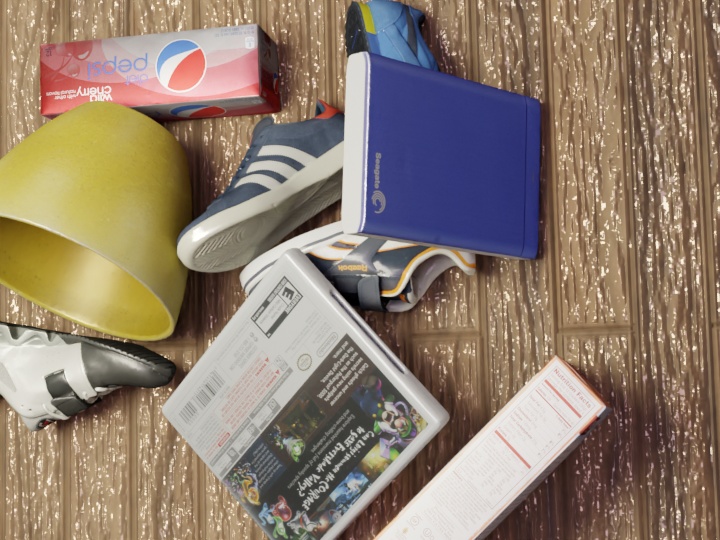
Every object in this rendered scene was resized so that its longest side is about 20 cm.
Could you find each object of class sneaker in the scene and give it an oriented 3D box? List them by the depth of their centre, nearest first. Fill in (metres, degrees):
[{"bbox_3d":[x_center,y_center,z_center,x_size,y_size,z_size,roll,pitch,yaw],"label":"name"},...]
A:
[{"bbox_3d":[0.040,-0.137,1.137,0.077,0.066,0.202,0,61,-18],"label":"sneaker"},{"bbox_3d":[0.000,0.000,1.145,0.198,0.078,0.080,-21,76,8],"label":"sneaker"},{"bbox_3d":[-0.082,-0.074,1.149,0.199,0.075,0.085,-32,68,-29],"label":"sneaker"},{"bbox_3d":[-0.248,0.096,1.196,0.198,0.074,0.090,6,85,23],"label":"sneaker"}]

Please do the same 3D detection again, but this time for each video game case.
[{"bbox_3d":[-0.050,0.115,1.125,0.182,0.023,0.200,47,119,12],"label":"video game case"}]

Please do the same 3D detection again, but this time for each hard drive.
[{"bbox_3d":[0.068,-0.084,1.088,0.025,0.199,0.134,-4,82,46],"label":"hard drive"}]

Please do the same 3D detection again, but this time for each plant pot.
[{"bbox_3d":[-0.218,-0.053,1.156,0.198,0.201,0.143,16,66,13],"label":"plant pot"}]

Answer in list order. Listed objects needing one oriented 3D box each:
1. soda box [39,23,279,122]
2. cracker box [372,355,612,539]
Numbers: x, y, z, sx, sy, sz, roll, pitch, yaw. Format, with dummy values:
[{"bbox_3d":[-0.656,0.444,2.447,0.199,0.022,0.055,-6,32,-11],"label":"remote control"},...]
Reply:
[{"bbox_3d":[-0.172,-0.165,1.204,0.197,0.070,0.064,-4,84,12],"label":"soda box"},{"bbox_3d":[0.105,0.156,1.078,0.200,0.134,0.058,-45,77,4],"label":"cracker box"}]
